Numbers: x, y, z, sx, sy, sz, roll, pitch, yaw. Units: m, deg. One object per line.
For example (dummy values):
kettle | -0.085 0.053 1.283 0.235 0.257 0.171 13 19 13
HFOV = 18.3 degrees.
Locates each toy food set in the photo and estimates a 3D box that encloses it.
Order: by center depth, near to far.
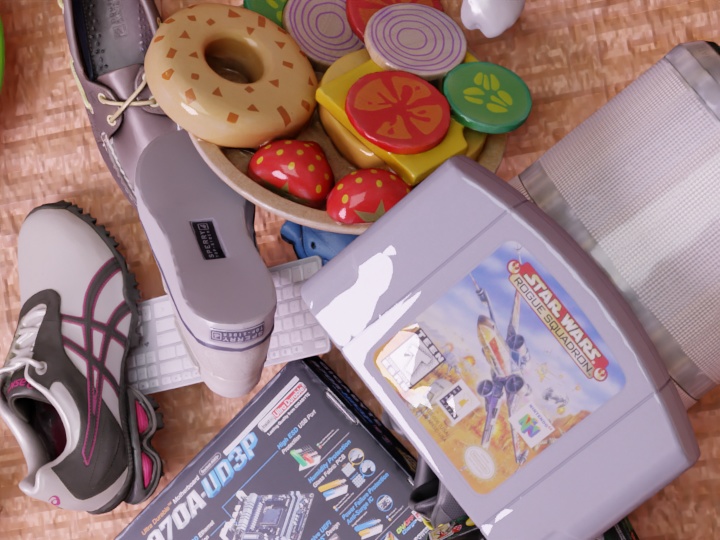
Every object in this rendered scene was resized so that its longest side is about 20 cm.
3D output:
toy food set | -0.008 -0.103 1.293 0.198 0.049 0.200 -32 63 -33

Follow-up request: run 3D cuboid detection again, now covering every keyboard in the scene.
keyboard | -0.096 0.038 1.332 0.200 0.011 0.056 -14 83 37

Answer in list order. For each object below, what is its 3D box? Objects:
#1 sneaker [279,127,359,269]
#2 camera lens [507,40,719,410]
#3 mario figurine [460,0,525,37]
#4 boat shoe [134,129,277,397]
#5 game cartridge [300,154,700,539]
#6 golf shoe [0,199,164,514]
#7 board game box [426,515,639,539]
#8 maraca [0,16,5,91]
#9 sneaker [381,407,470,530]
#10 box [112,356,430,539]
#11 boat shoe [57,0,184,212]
sneaker | 0.000 0.000 1.307 0.078 0.066 0.200 -22 73 -23
camera lens | 0.166 -0.015 1.229 0.200 0.160 0.160 -39 77 8
mario figurine | 0.053 -0.204 1.324 0.200 0.123 0.106 4 113 5
boat shoe | -0.087 -0.004 1.279 0.071 0.070 0.200 -7 38 -14
game cartridge | 0.076 0.047 1.156 0.133 0.042 0.200 -41 84 26
golf shoe | -0.177 0.047 1.339 0.077 0.088 0.200 -31 66 36
board game box | 0.125 0.205 1.236 0.105 0.023 0.200 -24 113 10
maraca | -0.291 -0.105 1.387 0.137 0.107 0.200 14 89 15
sneaker | 0.073 0.134 1.258 0.085 0.074 0.200 -25 102 -9
box | -0.048 0.174 1.327 0.200 0.046 0.159 -46 76 7
boat shoe | -0.142 -0.119 1.373 0.072 0.060 0.200 -17 81 12
